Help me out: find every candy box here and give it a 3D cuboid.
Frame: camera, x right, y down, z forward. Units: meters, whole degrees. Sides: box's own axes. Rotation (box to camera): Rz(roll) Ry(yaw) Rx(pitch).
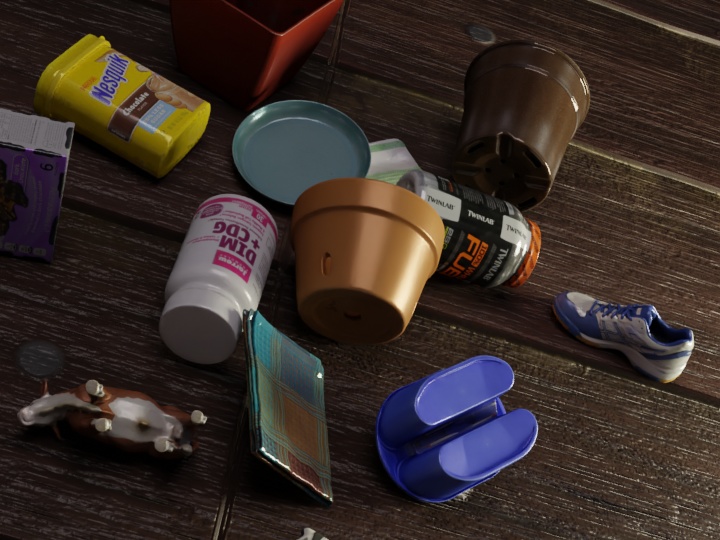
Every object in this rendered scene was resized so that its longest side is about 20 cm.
[{"bbox_3d":[-0.450,-0.109,1.455,0.198,0.169,0.072,10,41,-13],"label":"candy box"}]

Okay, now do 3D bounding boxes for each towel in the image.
[{"bbox_3d":[-0.080,0.153,1.398,0.147,0.022,0.201,42,28,-40],"label":"towel"},{"bbox_3d":[0.052,-0.114,1.787,0.148,0.031,0.201,-13,53,-33],"label":"towel"}]

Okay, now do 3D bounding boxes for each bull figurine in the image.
[{"bbox_3d":[-0.260,0.157,1.313,0.198,0.121,0.066,14,77,-20],"label":"bull figurine"}]

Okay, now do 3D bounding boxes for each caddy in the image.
[{"bbox_3d":[0.110,0.187,1.449,0.199,0.105,0.143,-18,79,-37],"label":"caddy"}]

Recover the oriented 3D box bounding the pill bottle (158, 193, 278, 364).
[{"bbox_3d":[-0.172,0.010,1.496,0.112,0.114,0.201,18,42,-5],"label":"pill bottle"}]

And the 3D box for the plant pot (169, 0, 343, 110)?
[{"bbox_3d":[-0.168,-0.363,1.837,0.199,0.177,0.200,34,42,11],"label":"plant pot"}]

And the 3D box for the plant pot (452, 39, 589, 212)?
[{"bbox_3d":[0.229,-0.206,1.852,0.198,0.201,0.199,23,50,0],"label":"plant pot"}]

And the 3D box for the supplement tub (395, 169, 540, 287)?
[{"bbox_3d":[0.137,-0.051,1.678,0.198,0.123,0.123,18,41,-19],"label":"supplement tub"}]

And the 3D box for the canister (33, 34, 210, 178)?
[{"bbox_3d":[-0.323,-0.225,1.696,0.199,0.087,0.149,29,42,5],"label":"canister"}]

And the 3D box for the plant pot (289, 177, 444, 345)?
[{"bbox_3d":[0.000,0.000,1.542,0.198,0.200,0.141,15,59,-8],"label":"plant pot"}]

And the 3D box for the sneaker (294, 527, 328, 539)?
[{"bbox_3d":[-0.099,0.327,1.246,0.199,0.076,0.087,-17,39,-40],"label":"sneaker"}]

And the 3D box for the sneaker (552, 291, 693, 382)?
[{"bbox_3d":[0.363,0.069,1.692,0.198,0.089,0.075,27,43,7],"label":"sneaker"}]

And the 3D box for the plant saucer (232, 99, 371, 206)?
[{"bbox_3d":[-0.084,-0.162,1.753,0.197,0.028,0.202,4,53,-6],"label":"plant saucer"}]
